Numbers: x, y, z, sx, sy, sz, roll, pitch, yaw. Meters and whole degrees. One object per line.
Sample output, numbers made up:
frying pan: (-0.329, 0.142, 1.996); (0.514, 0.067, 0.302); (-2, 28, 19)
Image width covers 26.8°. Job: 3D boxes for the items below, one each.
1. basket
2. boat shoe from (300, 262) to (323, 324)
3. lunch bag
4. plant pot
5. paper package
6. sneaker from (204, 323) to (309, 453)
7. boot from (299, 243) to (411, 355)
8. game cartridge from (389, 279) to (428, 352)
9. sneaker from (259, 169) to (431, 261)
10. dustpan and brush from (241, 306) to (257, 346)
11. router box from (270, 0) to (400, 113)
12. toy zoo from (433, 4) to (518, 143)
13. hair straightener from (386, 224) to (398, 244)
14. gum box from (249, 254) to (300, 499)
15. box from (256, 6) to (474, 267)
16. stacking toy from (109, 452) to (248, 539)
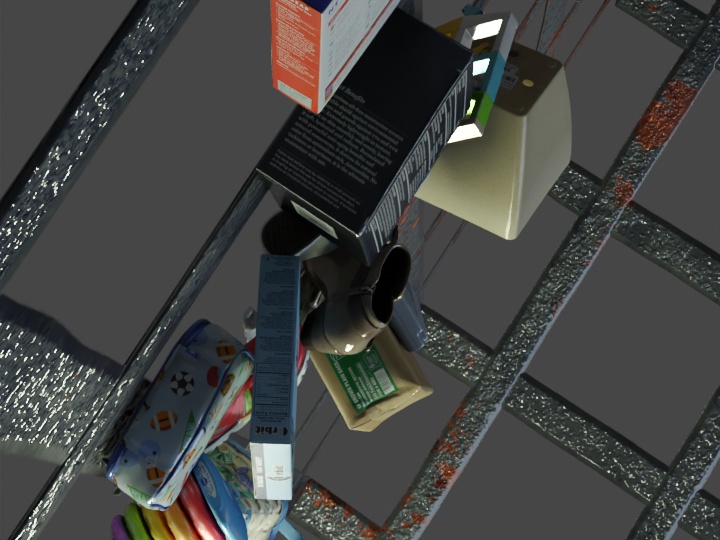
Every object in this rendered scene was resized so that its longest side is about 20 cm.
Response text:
basket: (-0.162, 0.281, 1.811); (0.140, 0.176, 0.200); (-54, 163, 4)
boat shoe: (-0.028, -0.022, 1.732); (0.201, 0.063, 0.071); (-55, 172, -24)
lunch bag: (-0.184, 0.152, 1.544); (0.201, 0.075, 0.160); (-58, 175, -8)
plant pot: (0.173, -0.200, 2.021); (0.200, 0.198, 0.178); (-51, 159, -40)
paper package: (-0.008, 0.086, 1.851); (0.103, 0.201, 0.191); (-30, 171, 4)
sneaker: (-0.135, 0.127, 1.674); (0.200, 0.077, 0.085); (-44, 159, -9)
boot: (0.000, 0.000, 1.604); (0.146, 0.070, 0.202); (-26, -132, 50)
game cartridge: (0.032, 0.011, 1.862); (0.041, 0.134, 0.200); (-33, -165, 7)
sneaker: (-0.018, -0.071, 1.589); (0.198, 0.073, 0.085); (-28, 171, -7)
dustpan and brush: (-0.122, 0.086, 1.790); (0.200, 0.057, 0.141); (120, -6, -68)
router box: (0.003, -0.249, 1.214); (0.201, 0.049, 0.180); (-55, 172, -17)
toy zoo: (0.096, -0.212, 1.630); (0.130, 0.020, 0.201); (-10, -134, 35)
hair straightener: (0.039, -0.070, 1.743); (0.201, 0.040, 0.078); (-89, -176, -48)
gum box: (-0.086, 0.112, 1.554); (0.170, 0.044, 0.202); (96, -3, -63)
box: (0.009, -0.130, 1.448); (0.199, 0.123, 0.200); (-56, 173, -5)
stacking toy: (-0.230, 0.286, 1.639); (0.198, 0.117, 0.110); (-28, 148, -4)
